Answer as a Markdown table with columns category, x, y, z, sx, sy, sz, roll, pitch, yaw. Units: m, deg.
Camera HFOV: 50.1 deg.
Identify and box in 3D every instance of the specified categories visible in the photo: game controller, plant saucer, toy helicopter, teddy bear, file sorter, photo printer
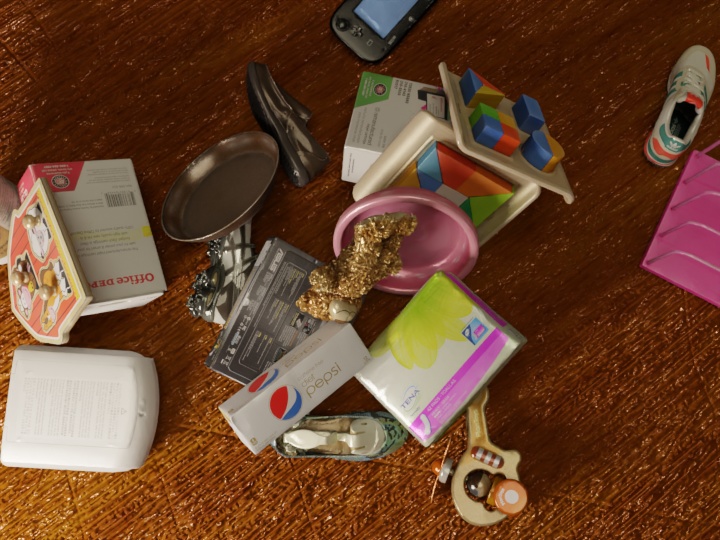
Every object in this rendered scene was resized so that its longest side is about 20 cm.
| category | x | y | z | sx | sy | sz | roll | pitch | yaw |
| --- | --- | --- | --- | --- | --- | --- | --- | --- | --- |
| game controller | 0.046 | -0.413 | 1.184 | 0.104 | 0.042 | 0.200 | 40 | 83 | 5 |
| plant saucer | -0.192 | -0.113 | 1.087 | 0.199 | 0.032 | 0.201 | -18 | 46 | 20 |
| toy helicopter | 0.157 | 0.253 | 1.078 | 0.132 | 0.079 | 0.201 | -7 | 70 | 7 |
| teddy bear | 0.000 | 0.000 | 0.990 | 0.200 | 0.145 | 0.067 | -46 | 74 | 15 |
| plant saucer | 0.063 | -0.045 | 1.065 | 0.199 | 0.201 | 0.051 | 7 | 49 | 0 |
| file sorter | 0.522 | -0.072 | 1.099 | 0.139 | 0.125 | 0.201 | 27 | 81 | 3 |
| photo printer | -0.380 | 0.191 | 1.065 | 0.199 | 0.069 | 0.167 | 3 | 81 | -1 |

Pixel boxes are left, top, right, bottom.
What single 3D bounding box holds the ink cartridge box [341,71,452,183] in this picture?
| category | x | y | z | sx | sy | sz | roll | pitch | yaw |
| --- | --- | --- | --- | --- | --- | --- | --- | --- | --- |
| ink cartridge box | 0.084 | -0.189 | 1.109 | 0.199 | 0.084 | 0.145 | 12 | 61 | 1 |

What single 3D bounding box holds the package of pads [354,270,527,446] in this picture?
| category | x | y | z | sx | sy | sz | roll | pitch | yaw |
| --- | --- | --- | --- | --- | --- | --- | --- | --- | --- |
| package of pads | 0.102 | 0.116 | 1.048 | 0.154 | 0.068 | 0.200 | 43 | 103 | 18 |

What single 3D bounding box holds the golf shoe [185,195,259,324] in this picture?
| category | x | y | z | sx | sy | sz | roll | pitch | yaw |
| --- | --- | --- | --- | --- | --- | --- | --- | --- | --- |
| golf shoe | -0.176 | -0.017 | 1.111 | 0.094 | 0.078 | 0.201 | 22 | 78 | -21 |

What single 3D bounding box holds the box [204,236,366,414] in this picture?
| category | x | y | z | sx | sy | sz | roll | pitch | yaw |
| --- | --- | --- | --- | --- | --- | --- | --- | --- | --- |
| box | -0.100 | 0.076 | 1.073 | 0.158 | 0.048 | 0.201 | 29 | 81 | -20 |

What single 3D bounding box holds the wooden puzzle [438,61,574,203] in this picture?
| category | x | y | z | sx | sy | sz | roll | pitch | yaw |
| --- | --- | --- | --- | --- | --- | --- | --- | --- | --- |
| wooden puzzle | 0.199 | -0.193 | 1.022 | 0.199 | 0.046 | 0.186 | 23 | 38 | -24 |

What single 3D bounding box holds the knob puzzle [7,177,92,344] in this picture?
| category | x | y | z | sx | sy | sz | roll | pitch | yaw |
| --- | --- | --- | --- | --- | --- | --- | --- | --- | --- |
| knob puzzle | -0.425 | 0.007 | 0.999 | 0.030 | 0.219 | 0.221 | -11 | 78 | -46 |

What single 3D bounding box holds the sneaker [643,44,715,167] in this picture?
| category | x | y | z | sx | sy | sz | roll | pitch | yaw |
| --- | --- | --- | --- | --- | --- | --- | --- | --- | --- |
| sneaker | 0.490 | -0.254 | 1.143 | 0.070 | 0.093 | 0.200 | 25 | 82 | 3 |

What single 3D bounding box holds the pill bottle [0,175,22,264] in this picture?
| category | x | y | z | sx | sy | sz | roll | pitch | yaw |
| --- | --- | --- | --- | --- | --- | --- | --- | --- | --- |
| pill bottle | -0.537 | -0.096 | 1.029 | 0.114 | 0.200 | 0.115 | -9 | 64 | 19 |

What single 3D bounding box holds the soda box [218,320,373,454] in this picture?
| category | x | y | z | sx | sy | sz | roll | pitch | yaw |
| --- | --- | --- | --- | --- | --- | --- | --- | --- | --- |
| soda box | -0.085 | 0.149 | 1.018 | 0.200 | 0.068 | 0.064 | -38 | 106 | -17 |

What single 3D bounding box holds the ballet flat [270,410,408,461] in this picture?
| category | x | y | z | sx | sy | sz | roll | pitch | yaw |
| --- | --- | --- | --- | --- | --- | --- | --- | --- | --- |
| ballet flat | -0.031 | 0.233 | 1.067 | 0.199 | 0.074 | 0.075 | -3 | 81 | -2 |

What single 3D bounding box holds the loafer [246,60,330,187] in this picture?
| category | x | y | z | sx | sy | sz | roll | pitch | yaw |
| --- | --- | --- | --- | --- | --- | --- | --- | --- | --- |
| loafer | -0.108 | -0.222 | 1.143 | 0.071 | 0.073 | 0.201 | -26 | 87 | -16 |

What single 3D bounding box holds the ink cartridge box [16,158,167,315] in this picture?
| category | x | y | z | sx | sy | sz | roll | pitch | yaw |
| --- | --- | --- | --- | --- | --- | --- | --- | --- | --- |
| ink cartridge box | -0.371 | -0.043 | 1.063 | 0.145 | 0.083 | 0.201 | -10 | 79 | -41 |

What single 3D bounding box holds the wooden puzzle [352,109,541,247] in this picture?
| category | x | y | z | sx | sy | sz | roll | pitch | yaw |
| --- | --- | --- | --- | --- | --- | --- | --- | --- | --- |
| wooden puzzle | 0.114 | -0.105 | 1.049 | 0.199 | 0.185 | 0.037 | 29 | 45 | -17 |
